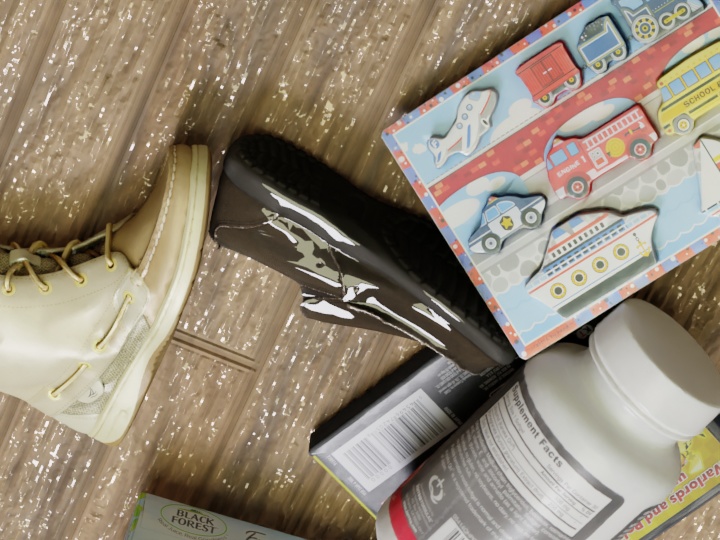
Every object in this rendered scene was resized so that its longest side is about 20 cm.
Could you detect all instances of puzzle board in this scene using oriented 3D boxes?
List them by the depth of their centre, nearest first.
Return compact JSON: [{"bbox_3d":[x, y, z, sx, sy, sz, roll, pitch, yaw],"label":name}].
[{"bbox_3d":[0.131,-0.065,1.474,0.200,0.017,0.151,-32,90,15],"label":"puzzle board"}]

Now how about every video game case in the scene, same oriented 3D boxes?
[{"bbox_3d":[0.101,0.107,1.600,0.200,0.026,0.181,-37,110,19],"label":"video game case"}]

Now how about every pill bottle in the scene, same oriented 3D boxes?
[{"bbox_3d":[0.111,0.112,1.525,0.111,0.111,0.200,38,113,-16],"label":"pill bottle"}]

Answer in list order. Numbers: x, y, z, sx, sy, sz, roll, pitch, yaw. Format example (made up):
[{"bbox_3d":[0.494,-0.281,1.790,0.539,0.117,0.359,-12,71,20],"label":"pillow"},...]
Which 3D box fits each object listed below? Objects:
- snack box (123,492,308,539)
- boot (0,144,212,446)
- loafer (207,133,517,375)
[{"bbox_3d":[-0.058,0.224,1.643,0.199,0.053,0.143,16,128,-6],"label":"snack box"},{"bbox_3d":[-0.176,-0.003,1.529,0.155,0.073,0.200,19,123,-10],"label":"boot"},{"bbox_3d":[0.000,0.000,1.526,0.200,0.073,0.071,34,119,-2],"label":"loafer"}]
